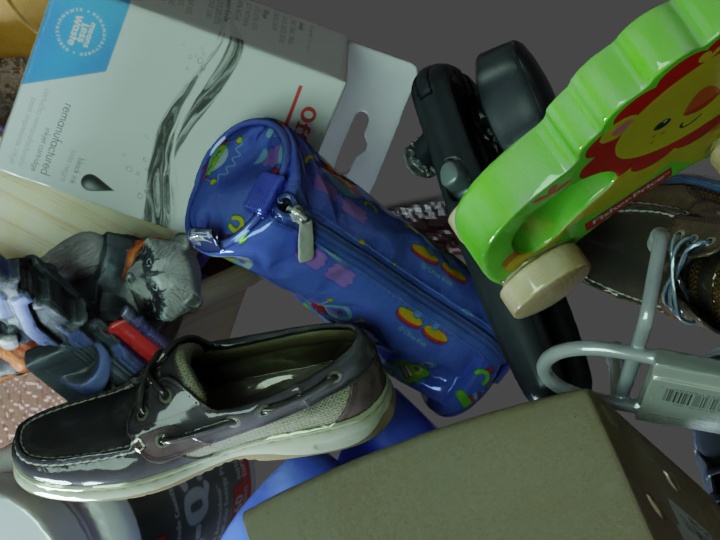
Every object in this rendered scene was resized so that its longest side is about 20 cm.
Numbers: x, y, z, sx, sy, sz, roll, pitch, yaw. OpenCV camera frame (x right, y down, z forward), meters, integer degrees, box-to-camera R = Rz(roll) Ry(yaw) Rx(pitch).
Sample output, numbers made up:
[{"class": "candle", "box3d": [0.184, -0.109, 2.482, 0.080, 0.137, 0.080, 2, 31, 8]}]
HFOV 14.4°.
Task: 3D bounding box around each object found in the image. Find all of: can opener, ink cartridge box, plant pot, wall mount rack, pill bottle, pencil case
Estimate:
[{"class": "can opener", "box3d": [0.072, -0.022, 1.463, 0.079, 0.063, 0.201, -33, 60, 39]}, {"class": "ink cartridge box", "box3d": [-0.079, -0.082, 1.506, 0.199, 0.067, 0.116, 19, 114, -7]}, {"class": "plant pot", "box3d": [0.090, 0.176, 1.339, 0.177, 0.200, 0.200, -37, 43, 14]}, {"class": "wall mount rack", "box3d": [0.184, 0.046, 1.360, 0.199, 0.174, 0.075, 11, 66, 2]}, {"class": "pill bottle", "box3d": [-0.149, 0.136, 1.566, 0.114, 0.200, 0.114, 7, 107, 24]}, {"class": "pencil case", "box3d": [0.000, 0.000, 1.471, 0.078, 0.200, 0.087, -57, 31, -3]}]

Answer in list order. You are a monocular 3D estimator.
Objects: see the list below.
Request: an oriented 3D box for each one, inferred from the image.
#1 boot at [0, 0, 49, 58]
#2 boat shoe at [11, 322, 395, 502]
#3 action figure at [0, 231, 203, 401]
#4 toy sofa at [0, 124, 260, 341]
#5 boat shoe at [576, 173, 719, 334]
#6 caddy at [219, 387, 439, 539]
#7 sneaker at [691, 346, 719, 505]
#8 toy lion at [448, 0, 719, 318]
[{"class": "boot", "box3d": [-0.157, -0.128, 1.575, 0.144, 0.071, 0.201, 45, 113, 9]}, {"class": "boat shoe", "box3d": [-0.084, 0.065, 1.449, 0.199, 0.072, 0.065, -10, 129, 4]}, {"class": "action figure", "box3d": [-0.175, 0.007, 1.493, 0.193, 0.200, 0.105, -6, 60, 18]}, {"class": "toy sofa", "box3d": [-0.158, -0.024, 1.595, 0.200, 0.083, 0.098, 27, 109, 17]}, {"class": "boat shoe", "box3d": [0.186, -0.004, 1.439, 0.199, 0.072, 0.073, 7, 106, 24]}, {"class": "caddy", "box3d": [-0.004, 0.159, 1.524, 0.105, 0.141, 0.200, 46, 140, 13]}, {"class": "sneaker", "box3d": [0.200, 0.145, 1.433, 0.077, 0.146, 0.203, -19, 94, 30]}, {"class": "toy lion", "box3d": [0.131, -0.071, 1.342, 0.200, 0.192, 0.069, -34, 75, 0]}]
